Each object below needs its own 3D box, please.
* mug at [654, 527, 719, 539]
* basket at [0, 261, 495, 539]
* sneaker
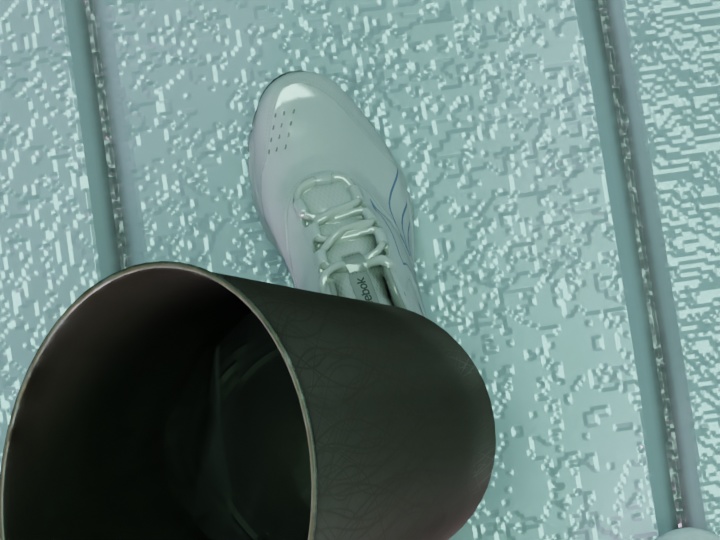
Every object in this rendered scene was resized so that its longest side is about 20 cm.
[{"bbox_3d":[0.159,0.199,1.123,0.175,0.148,0.200,36,37,-16],"label":"mug"},{"bbox_3d":[-0.034,0.080,1.034,0.135,0.200,0.181,13,99,25],"label":"basket"},{"bbox_3d":[0.000,0.000,1.174,0.074,0.087,0.201,-18,83,-5],"label":"sneaker"}]
